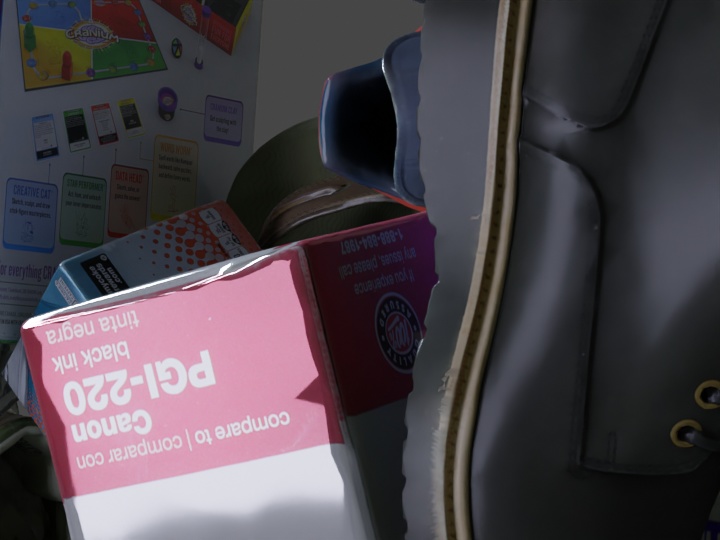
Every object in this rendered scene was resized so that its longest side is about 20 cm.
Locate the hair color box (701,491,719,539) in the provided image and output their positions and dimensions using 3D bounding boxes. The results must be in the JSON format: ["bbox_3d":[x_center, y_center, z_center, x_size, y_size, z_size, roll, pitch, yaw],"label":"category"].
[{"bbox_3d":[0.108,0.001,0.621,0.109,0.065,0.201,8,98,34],"label":"hair color box"}]

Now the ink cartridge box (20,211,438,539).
[{"bbox_3d":[0.009,0.091,0.667,0.085,0.146,0.200,-16,89,27],"label":"ink cartridge box"}]

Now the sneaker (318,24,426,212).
[{"bbox_3d":[0.057,-0.042,0.726,0.200,0.084,0.075,-12,80,59],"label":"sneaker"}]

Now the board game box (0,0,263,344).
[{"bbox_3d":[-0.088,-0.074,0.901,0.040,0.153,0.201,3,87,30],"label":"board game box"}]

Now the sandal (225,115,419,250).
[{"bbox_3d":[0.001,-0.001,0.849,0.201,0.057,0.080,30,116,60],"label":"sandal"}]

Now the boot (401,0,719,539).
[{"bbox_3d":[0.084,0.019,0.560,0.138,0.077,0.201,-2,95,31],"label":"boot"}]

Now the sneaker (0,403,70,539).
[{"bbox_3d":[-0.129,0.076,0.974,0.090,0.067,0.200,-50,34,33],"label":"sneaker"}]

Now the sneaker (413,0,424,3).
[{"bbox_3d":[-0.010,-0.150,0.832,0.200,0.095,0.079,52,133,47],"label":"sneaker"}]

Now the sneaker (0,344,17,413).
[{"bbox_3d":[-0.146,0.007,0.940,0.079,0.200,0.079,5,109,28],"label":"sneaker"}]

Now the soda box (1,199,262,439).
[{"bbox_3d":[-0.020,0.080,0.814,0.200,0.068,0.064,53,140,17],"label":"soda box"}]
